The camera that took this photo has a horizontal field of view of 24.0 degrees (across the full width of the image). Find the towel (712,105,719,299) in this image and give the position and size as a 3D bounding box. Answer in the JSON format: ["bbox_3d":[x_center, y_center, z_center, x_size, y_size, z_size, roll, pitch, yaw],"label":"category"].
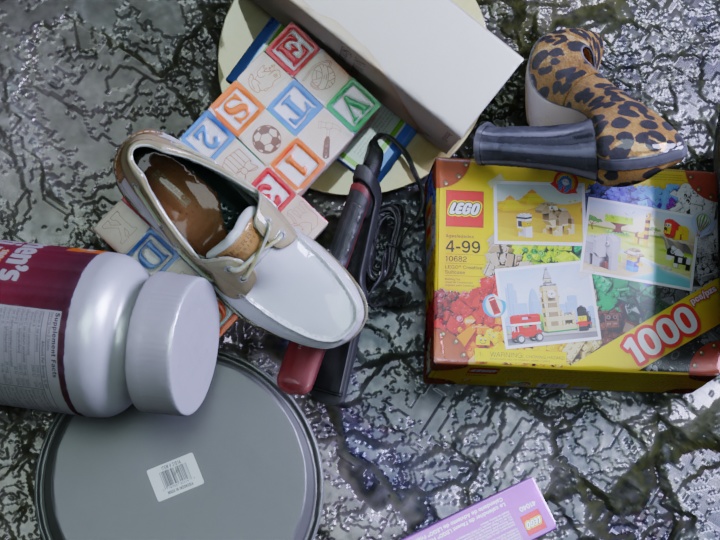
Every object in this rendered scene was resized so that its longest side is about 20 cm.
[{"bbox_3d":[0.270,-0.035,1.156,0.048,0.200,0.171,-1,77,9],"label":"towel"}]

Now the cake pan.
[{"bbox_3d":[-0.124,0.146,1.157,0.200,0.037,0.200,1,76,-4],"label":"cake pan"}]

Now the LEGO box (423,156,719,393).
[{"bbox_3d":[0.146,0.005,1.195,0.200,0.077,0.149,2,76,-4],"label":"LEGO box"}]

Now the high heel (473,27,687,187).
[{"bbox_3d":[0.180,-0.117,1.183,0.143,0.071,0.200,6,34,26],"label":"high heel"}]

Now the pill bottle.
[{"bbox_3d":[-0.201,0.038,1.114,0.200,0.110,0.110,6,75,15],"label":"pill bottle"}]

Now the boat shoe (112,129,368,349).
[{"bbox_3d":[-0.081,-0.017,1.113,0.200,0.068,0.075,36,85,-2],"label":"boat shoe"}]

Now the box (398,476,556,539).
[{"bbox_3d":[0.022,0.200,1.105,0.200,0.137,0.039,-24,80,-11],"label":"box"}]

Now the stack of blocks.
[{"bbox_3d":[-0.075,-0.060,1.180,0.115,0.059,0.200,43,85,-1],"label":"stack of blocks"}]

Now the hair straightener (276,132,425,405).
[{"bbox_3d":[0.000,0.000,1.200,0.077,0.041,0.200,25,75,-44],"label":"hair straightener"}]

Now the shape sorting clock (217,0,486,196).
[{"bbox_3d":[-0.005,-0.153,1.240,0.200,0.039,0.200,0,87,-4],"label":"shape sorting clock"}]

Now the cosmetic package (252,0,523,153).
[{"bbox_3d":[0.009,-0.174,1.171,0.200,0.104,0.073,39,86,0],"label":"cosmetic package"}]
